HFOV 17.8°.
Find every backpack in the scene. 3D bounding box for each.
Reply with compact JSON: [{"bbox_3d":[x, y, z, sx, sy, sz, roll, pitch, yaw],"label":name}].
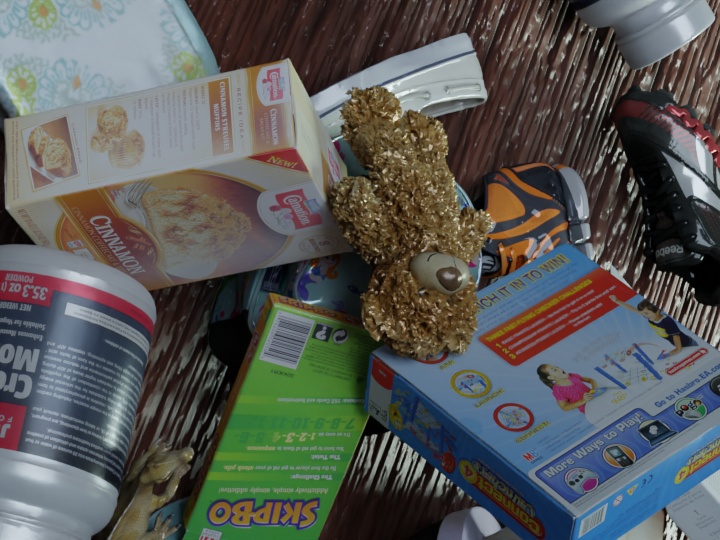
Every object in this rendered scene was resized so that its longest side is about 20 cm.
[{"bbox_3d":[0.000,0.000,1.685,0.177,0.150,0.200,29,61,-21],"label":"backpack"}]

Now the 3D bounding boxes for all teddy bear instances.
[{"bbox_3d":[0.038,-0.039,1.562,0.145,0.067,0.200,46,33,-33],"label":"teddy bear"}]

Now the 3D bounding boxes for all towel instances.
[{"bbox_3d":[-0.212,-0.180,1.651,0.171,0.048,0.200,-34,98,-29],"label":"towel"}]

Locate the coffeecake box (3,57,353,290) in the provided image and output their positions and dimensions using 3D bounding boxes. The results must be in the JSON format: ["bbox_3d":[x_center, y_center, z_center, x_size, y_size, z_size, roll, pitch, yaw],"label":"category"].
[{"bbox_3d":[-0.120,-0.057,1.553,0.199,0.154,0.073,-11,62,10],"label":"coffeecake box"}]

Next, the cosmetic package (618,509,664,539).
[{"bbox_3d":[0.163,0.271,1.744,0.087,0.103,0.201,18,72,-30],"label":"cosmetic package"}]

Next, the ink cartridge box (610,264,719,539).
[{"bbox_3d":[0.239,0.116,1.796,0.200,0.057,0.163,43,27,-22],"label":"ink cartridge box"}]

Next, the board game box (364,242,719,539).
[{"bbox_3d":[0.140,0.088,1.568,0.200,0.056,0.196,-27,50,-33],"label":"board game box"}]

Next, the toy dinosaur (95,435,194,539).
[{"bbox_3d":[-0.163,0.182,1.565,0.058,0.200,0.101,26,26,4],"label":"toy dinosaur"}]

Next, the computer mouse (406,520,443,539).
[{"bbox_3d":[0.042,0.252,1.684,0.200,0.053,0.139,-27,108,-40],"label":"computer mouse"}]

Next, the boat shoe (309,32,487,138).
[{"bbox_3d":[0.020,-0.123,1.768,0.200,0.071,0.070,-24,90,-39],"label":"boat shoe"}]

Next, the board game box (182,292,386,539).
[{"bbox_3d":[-0.052,0.119,1.604,0.095,0.030,0.200,16,107,-17],"label":"board game box"}]

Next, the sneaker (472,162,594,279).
[{"bbox_3d":[0.131,0.013,1.806,0.112,0.078,0.200,-4,70,-28],"label":"sneaker"}]

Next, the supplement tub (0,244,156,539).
[{"bbox_3d":[-0.221,0.096,1.526,0.140,0.140,0.200,20,69,-26],"label":"supplement tub"}]

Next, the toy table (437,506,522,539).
[{"bbox_3d":[0.131,0.216,1.598,0.200,0.117,0.184,-35,109,-76],"label":"toy table"}]

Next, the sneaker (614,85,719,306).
[{"bbox_3d":[0.265,-0.055,1.887,0.098,0.071,0.201,-42,103,-33],"label":"sneaker"}]

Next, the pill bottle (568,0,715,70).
[{"bbox_3d":[0.206,-0.270,1.886,0.111,0.111,0.200,-37,100,-32],"label":"pill bottle"}]

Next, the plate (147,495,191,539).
[{"bbox_3d":[-0.093,0.257,1.637,0.200,0.026,0.201,8,75,-30],"label":"plate"}]
